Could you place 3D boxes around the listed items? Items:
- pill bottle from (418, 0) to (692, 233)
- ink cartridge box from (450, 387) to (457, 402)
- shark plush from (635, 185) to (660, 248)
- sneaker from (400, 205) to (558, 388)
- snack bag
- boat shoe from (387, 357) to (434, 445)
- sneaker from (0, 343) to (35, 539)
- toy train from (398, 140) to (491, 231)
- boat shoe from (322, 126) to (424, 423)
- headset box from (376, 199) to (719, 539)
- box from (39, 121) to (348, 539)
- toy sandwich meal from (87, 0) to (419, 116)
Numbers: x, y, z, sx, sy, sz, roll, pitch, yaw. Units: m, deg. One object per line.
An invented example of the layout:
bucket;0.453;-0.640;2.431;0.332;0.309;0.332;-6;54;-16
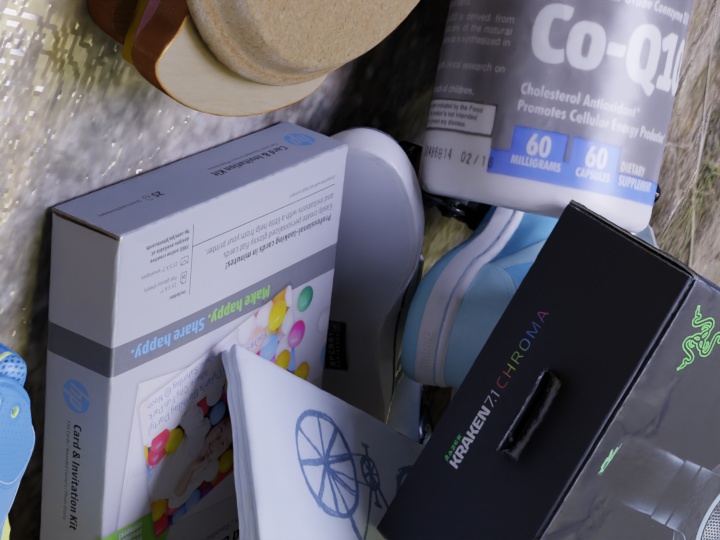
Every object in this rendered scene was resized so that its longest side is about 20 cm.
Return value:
pill bottle;0.099;-0.126;0.805;0.114;0.113;0.202;5;96;-63
ink cartridge box;0.111;0.138;1.063;0.199;0.050;0.164;4;92;-58
shark plush;0.153;0.017;1.000;0.083;0.091;0.202;-1;105;-44
sneaker;0.116;0.016;0.889;0.200;0.130;0.080;-45;147;-50
snack bag;0.002;0.150;0.752;0.021;0.201;0.188;-21;151;23
boat shoe;0.021;0.115;1.017;0.075;0.062;0.201;-38;148;-42
sneaker;-0.173;0.061;0.593;0.200;0.075;0.106;50;59;-72
toy train;0.062;-0.038;0.952;0.200;0.046;0.034;22;90;-64
boat shoe;0.000;0.000;0.862;0.070;0.070;0.201;-71;166;-46
headset box;0.129;0.088;0.773;0.199;0.093;0.175;28;96;-37
box;-0.074;0.050;0.759;0.156;0.041;0.202;-26;131;-51
toy sandwich meal;-0.022;-0.157;0.642;0.205;0.070;0.206;-41;145;-38
